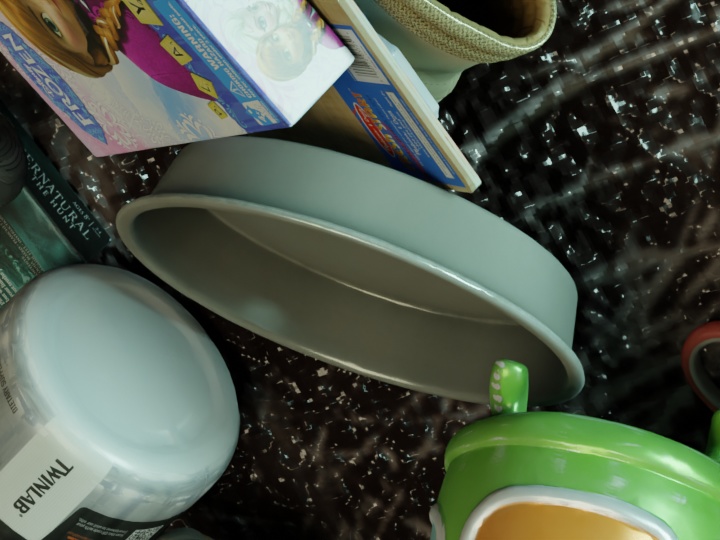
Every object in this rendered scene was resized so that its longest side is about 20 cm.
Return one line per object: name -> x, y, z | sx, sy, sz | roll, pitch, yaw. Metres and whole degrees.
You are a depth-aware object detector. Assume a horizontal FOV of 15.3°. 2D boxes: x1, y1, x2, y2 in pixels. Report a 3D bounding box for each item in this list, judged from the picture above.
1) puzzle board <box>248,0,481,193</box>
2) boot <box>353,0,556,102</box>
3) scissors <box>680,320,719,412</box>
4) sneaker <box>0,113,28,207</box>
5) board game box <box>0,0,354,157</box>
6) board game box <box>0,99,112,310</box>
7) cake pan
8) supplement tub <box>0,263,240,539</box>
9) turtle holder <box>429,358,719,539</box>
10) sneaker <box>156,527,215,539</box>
puzzle board -> -0.047, -0.112, 1.011 | 0.150, 0.017, 0.200 | 12, 144, 56
boot -> -0.020, -0.145, 1.013 | 0.200, 0.073, 0.155 | 50, 162, -8
scissors -> 0.191, 0.101, 1.111 | 0.073, 0.014, 0.201 | -13, 106, 30
sneaker -> -0.208, -0.013, 1.195 | 0.199, 0.075, 0.085 | -18, 113, 42
board game box -> -0.118, -0.133, 1.020 | 0.200, 0.041, 0.199 | 49, 160, -17
board game box -> -0.223, -0.056, 1.233 | 0.135, 0.028, 0.200 | -33, 97, 35
cake pan -> 0.000, 0.000, 1.076 | 0.199, 0.037, 0.200 | 18, 164, 5
supplement tub -> -0.155, 0.098, 1.219 | 0.123, 0.123, 0.200 | 45, 125, 0
turtle holder -> 0.087, 0.128, 1.081 | 0.140, 0.133, 0.186 | 18, 161, -9
sneaker -> -0.035, 0.192, 1.247 | 0.075, 0.092, 0.201 | -34, 121, -6
